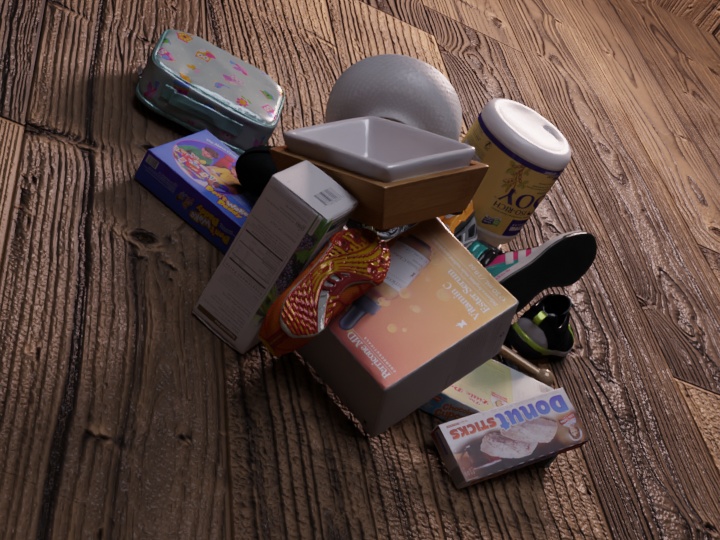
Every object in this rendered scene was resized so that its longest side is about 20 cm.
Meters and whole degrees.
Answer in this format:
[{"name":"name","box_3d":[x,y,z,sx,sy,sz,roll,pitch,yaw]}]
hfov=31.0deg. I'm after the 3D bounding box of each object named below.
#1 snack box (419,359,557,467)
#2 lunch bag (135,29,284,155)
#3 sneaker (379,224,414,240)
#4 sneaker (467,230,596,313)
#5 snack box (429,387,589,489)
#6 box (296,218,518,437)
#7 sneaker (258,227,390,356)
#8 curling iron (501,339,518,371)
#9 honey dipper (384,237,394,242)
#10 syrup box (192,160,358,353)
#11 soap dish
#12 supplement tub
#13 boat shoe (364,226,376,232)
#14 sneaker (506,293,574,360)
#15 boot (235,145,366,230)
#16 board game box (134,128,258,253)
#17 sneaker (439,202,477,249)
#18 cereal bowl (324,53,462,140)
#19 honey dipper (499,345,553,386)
[{"name":"snack box","box_3d":[0.147,0.151,1.567,0.199,0.037,0.116,26,31,-14]},{"name":"lunch bag","box_3d":[-0.206,-0.238,1.759,0.199,0.077,0.161,27,31,-12]},{"name":"sneaker","box_3d":[0.033,-0.060,1.739,0.200,0.091,0.076,-35,81,-37]},{"name":"sneaker","box_3d":[0.206,-0.006,1.719,0.199,0.084,0.121,-26,30,-27]},{"name":"snack box","box_3d":[0.174,0.191,1.493,0.199,0.024,0.072,-11,64,-37]},{"name":"box","box_3d":[0.048,0.060,1.450,0.200,0.107,0.152,-31,65,-27]},{"name":"sneaker","box_3d":[-0.039,0.016,1.361,0.073,0.077,0.200,54,46,-2]},{"name":"curling iron","box_3d":[0.171,0.067,1.738,0.049,0.026,0.200,-5,48,-19]},{"name":"honey dipper","box_3d":[-0.005,-0.018,1.561,0.199,0.038,0.038,-21,52,-15]},{"name":"syrup box","box_3d":[-0.093,-0.013,1.403,0.081,0.200,0.079,39,29,10]},{"name":"soap dish","box_3d":[0.019,-0.110,1.459,0.157,0.082,0.200,-15,25,-38]},{"name":"supplement tub","box_3d":[0.193,-0.129,1.872,0.145,0.200,0.146,24,30,-15]},{"name":"boat shoe","box_3d":[0.000,0.000,1.613,0.074,0.069,0.201,-15,50,-3]},{"name":"sneaker","box_3d":[0.261,0.071,1.739,0.072,0.083,0.200,44,19,13]},{"name":"boot","box_3d":[-0.086,-0.061,1.524,0.198,0.074,0.163,22,42,11]},{"name":"board game box","box_3d":[-0.161,-0.086,1.605,0.200,0.045,0.134,40,29,10]},{"name":"sneaker","box_3d":[0.107,-0.025,1.756,0.200,0.078,0.078,-42,119,-44]},{"name":"cereal bowl","box_3d":[0.043,-0.198,1.834,0.199,0.200,0.083,27,39,-12]},{"name":"honey dipper","box_3d":[0.158,0.089,1.655,0.200,0.038,0.038,34,29,3]}]
